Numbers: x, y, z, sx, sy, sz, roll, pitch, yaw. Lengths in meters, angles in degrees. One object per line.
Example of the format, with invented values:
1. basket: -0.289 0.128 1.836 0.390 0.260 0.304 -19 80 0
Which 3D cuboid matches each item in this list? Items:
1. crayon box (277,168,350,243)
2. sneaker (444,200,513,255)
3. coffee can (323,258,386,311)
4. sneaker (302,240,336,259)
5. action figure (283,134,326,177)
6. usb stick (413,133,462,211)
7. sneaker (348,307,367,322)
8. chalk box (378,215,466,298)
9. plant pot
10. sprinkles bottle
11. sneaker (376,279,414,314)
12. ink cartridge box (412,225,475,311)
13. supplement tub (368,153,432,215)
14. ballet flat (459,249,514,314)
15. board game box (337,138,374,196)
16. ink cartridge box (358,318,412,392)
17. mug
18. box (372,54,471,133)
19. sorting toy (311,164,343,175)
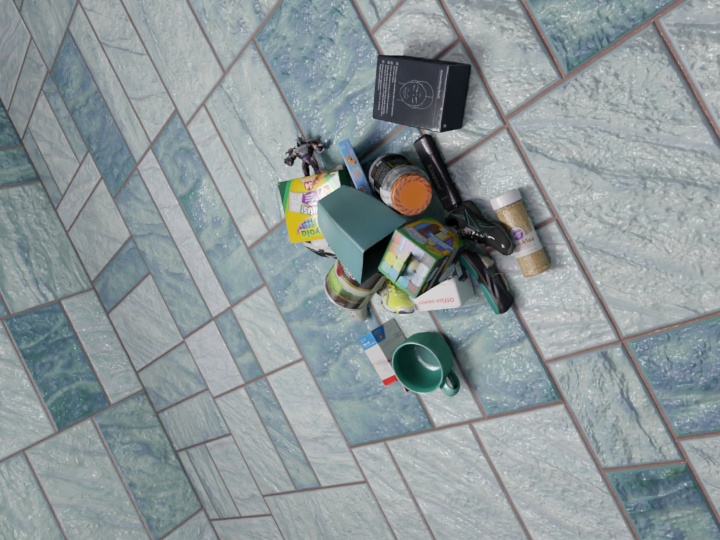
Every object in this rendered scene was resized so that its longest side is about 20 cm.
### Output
1. crayon box: -0.115 -0.173 1.469 0.200 0.058 0.173 -6 101 29
2. sneaker: 0.280 -0.088 1.271 0.200 0.079 0.075 49 165 45
3. coffee can: 0.000 0.000 1.465 0.146 0.146 0.200 50 141 13
4. sneaker: -0.100 -0.083 1.659 0.200 0.074 0.080 13 77 46
5. action figure: -0.149 -0.311 1.550 0.130 0.069 0.200 -27 71 15
6. usb stick: 0.193 -0.245 1.352 0.055 0.033 0.200 -25 90 43
7. sneaker: -0.006 0.061 1.627 0.081 0.075 0.200 -5 105 33
8. chalk box: 0.133 -0.028 1.263 0.124 0.200 0.125 40 125 21
9. plant pot: -0.009 -0.104 1.312 0.200 0.141 0.141 45 155 23
10. sprinkles bottle: 0.369 -0.086 1.241 0.068 0.068 0.200 -23 92 44
11. sneaker: 0.090 0.053 1.492 0.200 0.075 0.077 -131 46 -53
12. ink cartridge box: 0.197 -0.005 1.411 0.145 0.084 0.200 -10 99 43
13. supplement tub: 0.098 -0.211 1.326 0.200 0.122 0.123 -118 27 -64
14. ballet flat: 0.313 0.013 1.335 0.073 0.073 0.200 -40 81 43
15. board game box: -0.002 -0.243 1.451 0.037 0.151 0.200 -25 91 3
16. ink cartridge box: 0.095 0.256 1.583 0.067 0.116 0.200 -35 83 43
17. mug: 0.186 0.263 1.502 0.152 0.114 0.185 -21 96 34
18. box: 0.141 -0.422 1.275 0.200 0.107 0.149 23 121 33
19. sorting toy: -0.084 -0.210 1.568 0.200 0.107 0.180 -2 99 42
